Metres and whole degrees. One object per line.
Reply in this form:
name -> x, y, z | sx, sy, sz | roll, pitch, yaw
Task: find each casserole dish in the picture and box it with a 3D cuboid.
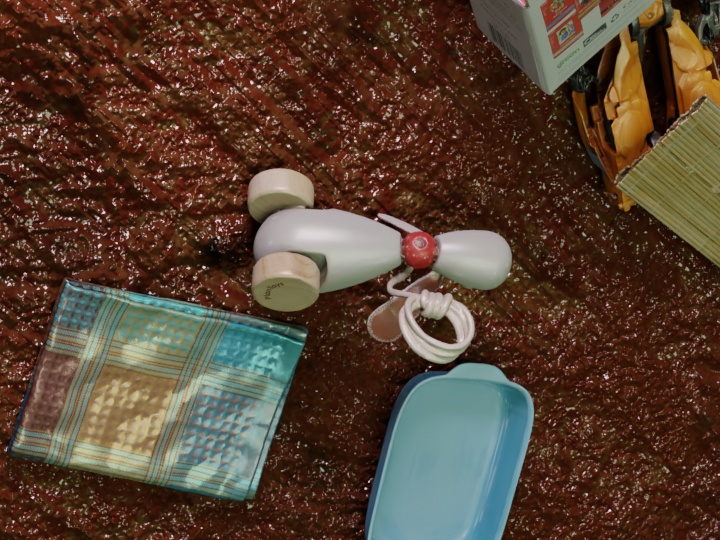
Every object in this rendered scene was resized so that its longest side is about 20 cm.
casserole dish -> 0.065, 0.160, 1.608 | 0.120, 0.039, 0.201 | 6, 109, -25

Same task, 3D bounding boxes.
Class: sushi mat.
sushi mat -> 0.276, -0.064, 1.572 | 0.096, 0.012, 0.200 | -42, 141, 14

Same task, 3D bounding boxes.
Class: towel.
towel -> -0.148, 0.092, 1.503 | 0.199, 0.022, 0.147 | 13, 104, -26

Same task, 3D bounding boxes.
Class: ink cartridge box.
ink cartridge box -> 0.166, -0.246, 1.386 | 0.200, 0.084, 0.176 | -41, 156, -6

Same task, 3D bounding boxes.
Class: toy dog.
toy dog -> 0.000, 0.000, 1.481 | 0.199, 0.096, 0.132 | 25, 59, 0

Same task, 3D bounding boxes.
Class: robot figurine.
robot figurine -> 0.215, -0.154, 1.534 | 0.144, 0.058, 0.201 | -22, 118, -14
